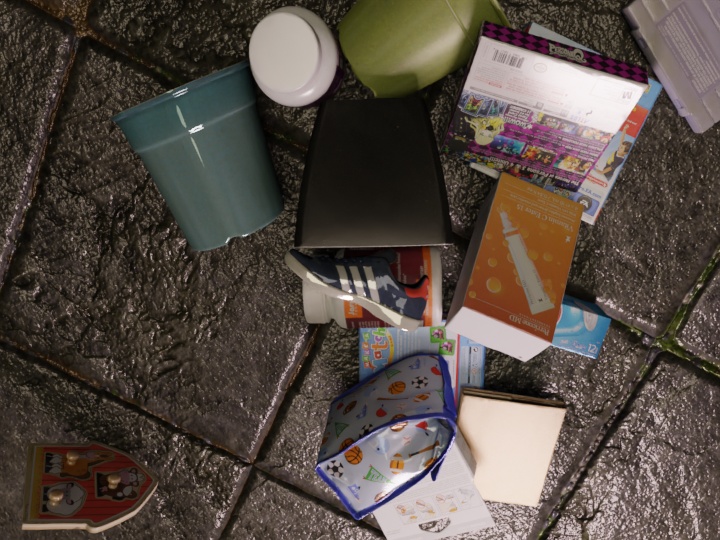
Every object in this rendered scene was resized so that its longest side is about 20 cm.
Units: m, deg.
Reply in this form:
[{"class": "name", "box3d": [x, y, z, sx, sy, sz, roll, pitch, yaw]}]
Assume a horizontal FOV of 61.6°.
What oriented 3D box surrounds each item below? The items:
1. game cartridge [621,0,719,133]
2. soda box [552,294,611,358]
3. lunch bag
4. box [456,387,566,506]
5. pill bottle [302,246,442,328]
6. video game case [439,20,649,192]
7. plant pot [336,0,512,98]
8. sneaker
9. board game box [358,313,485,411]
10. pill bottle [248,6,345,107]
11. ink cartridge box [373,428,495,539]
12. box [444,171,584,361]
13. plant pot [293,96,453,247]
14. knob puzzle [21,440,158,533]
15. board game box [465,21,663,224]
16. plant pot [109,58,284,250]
[{"class": "game cartridge", "box3d": [0.450, -0.304, 0.805, 0.128, 0.038, 0.202, -35, 99, 15]}, {"class": "soda box", "box3d": [0.258, 0.061, 0.889, 0.193, 0.068, 0.066, 16, 105, 0]}, {"class": "lunch bag", "box3d": [0.050, 0.220, 0.852, 0.198, 0.171, 0.125, -37, 104, 14]}, {"class": "box", "box3d": [0.221, 0.281, 0.947, 0.157, 0.021, 0.206, 7, 116, 2]}, {"class": "pill bottle", "box3d": [0.018, 0.024, 0.872, 0.192, 0.114, 0.119, -2, 104, 4]}, {"class": "video game case", "box3d": [0.211, -0.190, 0.734, 0.193, 0.037, 0.183, 15, 146, 1]}, {"class": "plant pot", "box3d": [0.073, -0.316, 0.763, 0.187, 0.201, 0.203, -30, 101, 23]}, {"class": "sneaker", "box3d": [0.000, 0.000, 0.781, 0.195, 0.075, 0.087, 24, 95, -7]}, {"class": "board game box", "box3d": [0.094, 0.144, 0.936, 0.192, 0.037, 0.157, 1, 105, 3]}, {"class": "pill bottle", "box3d": [-0.078, -0.266, 0.763, 0.108, 0.200, 0.117, 1, 105, 3]}, {"class": "ink cartridge box", "box3d": [0.095, 0.339, 0.957, 0.196, 0.044, 0.177, -24, 102, 25]}, {"class": "box", "box3d": [0.205, -0.004, 0.807, 0.121, 0.098, 0.205, 20, 69, 1]}, {"class": "plant pot", "box3d": [0.018, -0.124, 0.806, 0.192, 0.199, 0.185, -2, 93, 4]}, {"class": "knob puzzle", "box3d": [-0.414, 0.324, 0.944, 0.213, 0.220, 0.031, 20, 105, -2]}, {"class": "board game box", "box3d": [0.272, -0.199, 0.830, 0.195, 0.056, 0.201, 24, 104, -2]}, {"class": "plant pot", "box3d": [-0.202, -0.149, 0.815, 0.194, 0.201, 0.202, -17, 110, 8]}]
